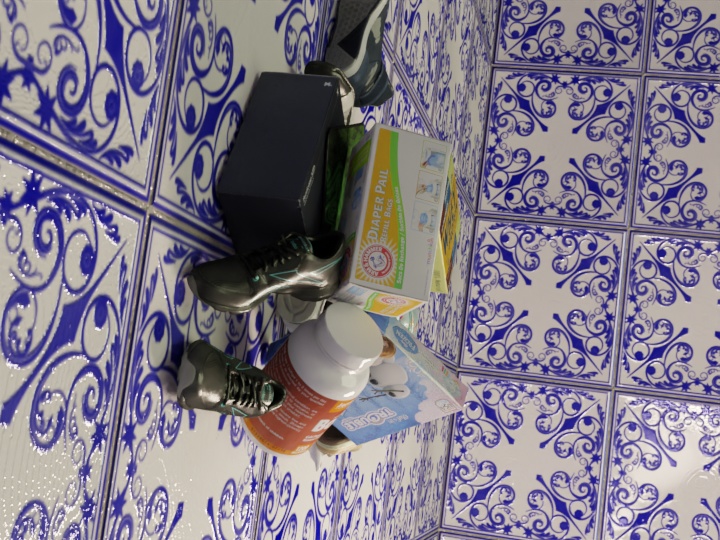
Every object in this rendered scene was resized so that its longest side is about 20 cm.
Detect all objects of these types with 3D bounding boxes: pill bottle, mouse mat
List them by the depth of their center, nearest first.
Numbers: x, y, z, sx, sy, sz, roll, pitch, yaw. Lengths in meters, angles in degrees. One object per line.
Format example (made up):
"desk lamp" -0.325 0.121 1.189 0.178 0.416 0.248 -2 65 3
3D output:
"pill bottle" -0.059 0.133 1.328 0.200 0.112 0.113 -50 -171 35
"mouse mat" -0.020 -0.103 1.368 0.200 0.007 0.163 -36 131 -73

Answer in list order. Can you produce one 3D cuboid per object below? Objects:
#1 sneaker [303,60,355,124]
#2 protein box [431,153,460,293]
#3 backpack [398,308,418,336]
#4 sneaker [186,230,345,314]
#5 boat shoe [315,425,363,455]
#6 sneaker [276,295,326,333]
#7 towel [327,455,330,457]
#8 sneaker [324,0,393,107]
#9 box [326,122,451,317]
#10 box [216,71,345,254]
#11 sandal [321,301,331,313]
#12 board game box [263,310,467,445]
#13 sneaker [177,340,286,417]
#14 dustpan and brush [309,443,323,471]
"sneaker" -0.051 -0.197 1.495 0.201 0.073 0.089 85 20 -53
"protein box" 0.045 -0.081 1.687 0.199 0.197 0.136 75 25 -57
"backpack" 0.041 0.086 1.912 0.167 0.125 0.203 -63 158 -66
"sneaker" -0.100 -0.008 1.195 0.198 0.076 0.080 -9 139 -39
"boat shoe" -0.007 0.241 1.616 0.199 0.071 0.077 -24 135 -55
"sneaker" -0.065 -0.005 1.533 0.081 0.075 0.202 68 40 -63
"towel" -0.010 0.204 1.786 0.132 0.034 0.202 -39 -149 51
"sneaker" 0.014 -0.351 1.676 0.146 0.076 0.205 52 54 -56
"box" 0.034 -0.057 1.305 0.112 0.100 0.203 146 -45 -70
"box" -0.085 -0.107 1.323 0.183 0.103 0.202 82 19 -52
"sandal" -0.001 0.000 1.534 0.202 0.075 0.048 -62 -175 -15
"board game box" 0.006 0.141 1.442 0.199 0.199 0.044 43 43 -25
"sneaker" -0.142 0.123 1.199 0.200 0.078 0.077 36 62 -74
"dustpan and brush" -0.076 0.193 1.585 0.139 0.056 0.203 -18 113 -76
